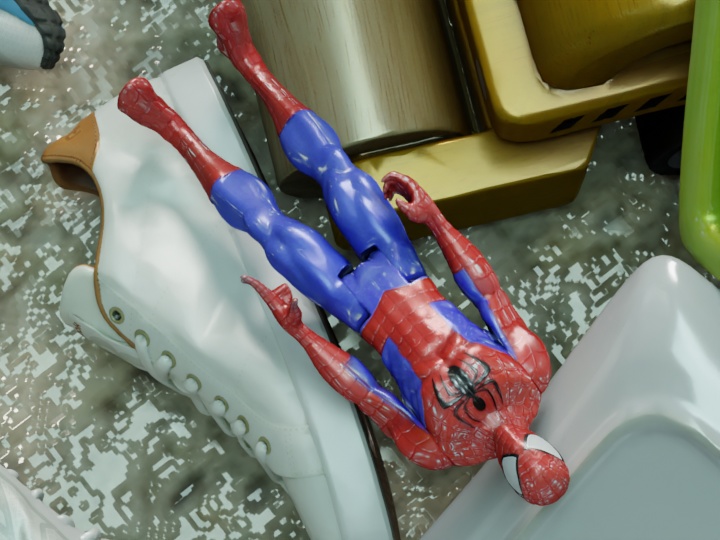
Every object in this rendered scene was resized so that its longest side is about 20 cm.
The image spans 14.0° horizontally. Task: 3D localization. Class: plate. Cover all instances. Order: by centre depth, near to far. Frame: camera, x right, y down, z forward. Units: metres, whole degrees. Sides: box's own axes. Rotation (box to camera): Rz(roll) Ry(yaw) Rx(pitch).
[{"bbox_3d":[0.110,0.129,0.942,0.200,0.032,0.200,42,118,10],"label":"plate"}]

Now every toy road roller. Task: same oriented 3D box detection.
[{"bbox_3d":[0.059,-0.096,0.991,0.200,0.146,0.123,-14,77,-2],"label":"toy road roller"}]

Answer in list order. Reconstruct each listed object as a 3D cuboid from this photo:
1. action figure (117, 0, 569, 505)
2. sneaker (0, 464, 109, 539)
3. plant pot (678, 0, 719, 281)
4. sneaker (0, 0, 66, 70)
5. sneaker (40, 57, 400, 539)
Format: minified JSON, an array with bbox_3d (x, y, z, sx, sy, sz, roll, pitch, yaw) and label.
[{"bbox_3d":[0.000,0.000,0.949,0.065,0.052,0.200,-40,72,-5],"label":"action figure"},{"bbox_3d":[-0.125,0.102,0.995,0.081,0.075,0.200,-25,80,-19],"label":"sneaker"},{"bbox_3d":[0.228,-0.071,0.863,0.181,0.199,0.200,-10,118,-26],"label":"plant pot"},{"bbox_3d":[-0.203,-0.086,1.039,0.200,0.075,0.087,14,85,12],"label":"sneaker"},{"bbox_3d":[-0.051,0.029,1.008,0.085,0.073,0.200,-25,67,-2],"label":"sneaker"}]
